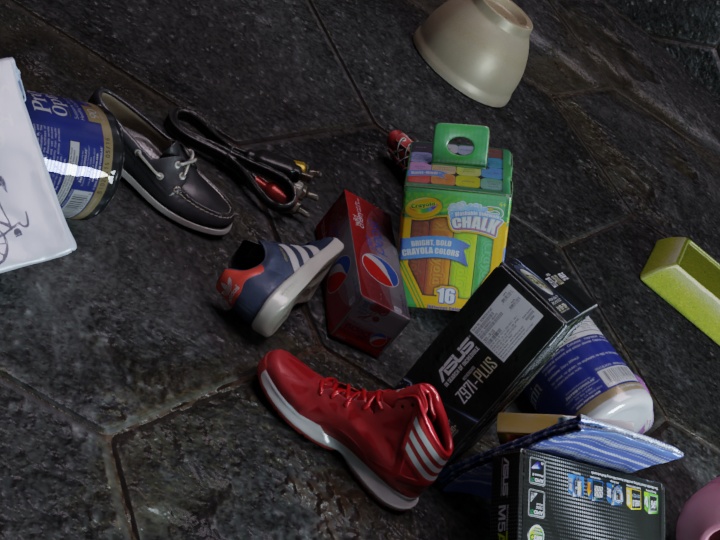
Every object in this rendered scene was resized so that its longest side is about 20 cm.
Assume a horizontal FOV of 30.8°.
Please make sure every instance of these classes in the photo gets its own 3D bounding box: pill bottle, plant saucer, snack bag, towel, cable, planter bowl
[{"bbox_3d":[-0.324,-0.111,1.180,0.199,0.112,0.112,7,40,-45],"label":"pill bottle"},{"bbox_3d":[0.547,0.028,2.066,0.200,0.048,0.200,41,28,4],"label":"plant saucer"},{"bbox_3d":[-0.342,-0.075,1.065,0.199,0.021,0.190,-16,82,-35],"label":"snack bag"},{"bbox_3d":[0.187,0.190,1.253,0.144,0.199,0.024,20,57,-34],"label":"towel"},{"bbox_3d":[0.236,0.110,1.505,0.115,0.116,0.201,6,41,-45],"label":"pill bottle"},{"bbox_3d":[-0.139,-0.117,1.508,0.198,0.050,0.098,20,48,-7],"label":"cable"},{"bbox_3d":[0.206,-0.392,2.200,0.199,0.135,0.201,28,30,-17],"label":"planter bowl"}]

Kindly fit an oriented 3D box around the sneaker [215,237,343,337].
[{"bbox_3d":[-0.084,-0.006,1.350,0.084,0.075,0.200,35,24,6],"label":"sneaker"}]

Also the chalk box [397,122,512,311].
[{"bbox_3d":[0.109,-0.069,1.499,0.123,0.202,0.124,5,30,4],"label":"chalk box"}]

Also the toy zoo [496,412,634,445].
[{"bbox_3d":[0.202,0.166,1.296,0.130,0.021,0.200,3,-16,10],"label":"toy zoo"}]

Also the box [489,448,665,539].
[{"bbox_3d":[0.200,0.276,1.190,0.199,0.047,0.195,19,65,-34],"label":"box"}]

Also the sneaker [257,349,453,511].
[{"bbox_3d":[0.005,0.119,1.219,0.200,0.116,0.078,40,27,1],"label":"sneaker"}]

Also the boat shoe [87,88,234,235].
[{"bbox_3d":[-0.210,-0.115,1.374,0.199,0.060,0.074,38,27,-1],"label":"boat shoe"}]

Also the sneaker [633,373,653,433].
[{"bbox_3d":[0.288,0.120,1.611,0.114,0.073,0.202,2,55,-53],"label":"sneaker"}]

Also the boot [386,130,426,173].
[{"bbox_3d":[0.076,-0.125,1.721,0.144,0.073,0.200,41,20,7],"label":"boot"}]

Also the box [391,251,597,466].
[{"bbox_3d":[0.127,0.086,1.293,0.086,0.200,0.164,43,18,13],"label":"box"}]

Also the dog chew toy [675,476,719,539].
[{"bbox_3d":[0.425,0.285,1.472,0.124,0.125,0.200,43,20,11],"label":"dog chew toy"}]

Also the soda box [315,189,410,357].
[{"bbox_3d":[0.000,0.000,1.447,0.070,0.064,0.201,27,29,-24],"label":"soda box"}]
